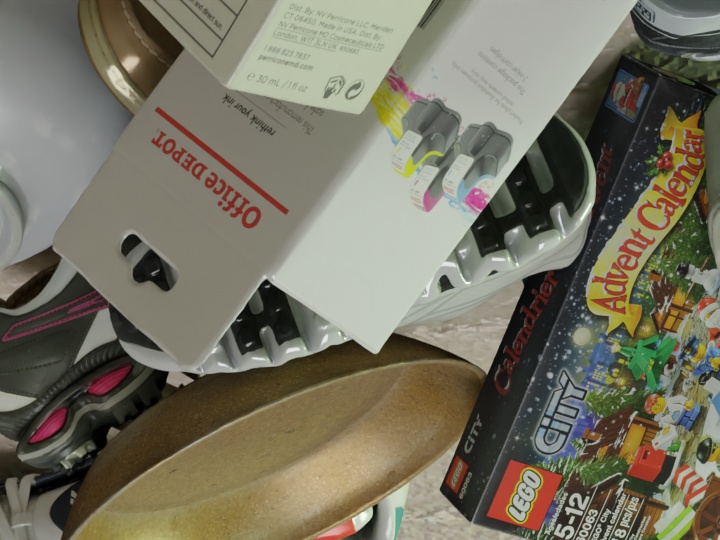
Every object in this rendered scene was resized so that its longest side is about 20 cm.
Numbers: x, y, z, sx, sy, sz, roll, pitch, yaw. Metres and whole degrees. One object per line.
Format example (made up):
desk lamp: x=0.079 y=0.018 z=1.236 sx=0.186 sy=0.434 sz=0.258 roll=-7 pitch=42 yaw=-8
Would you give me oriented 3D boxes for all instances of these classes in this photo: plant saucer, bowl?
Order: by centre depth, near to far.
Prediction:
bowl: x=-0.179 y=-0.053 z=1.166 sx=0.200 sy=0.091 sz=0.202 roll=-1 pitch=145 yaw=-1
plant saucer: x=-0.042 y=0.076 z=1.242 sx=0.199 sy=0.036 sz=0.200 roll=-23 pitch=159 yaw=-9

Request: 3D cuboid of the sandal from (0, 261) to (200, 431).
sandal: x=-0.129 y=0.013 z=1.286 sx=0.211 sy=0.078 sz=0.070 roll=23 pitch=102 yaw=-11

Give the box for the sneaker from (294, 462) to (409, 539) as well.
sneaker: x=-0.016 y=0.069 z=1.346 sx=0.070 sy=0.094 sz=0.200 roll=-9 pitch=145 yaw=10

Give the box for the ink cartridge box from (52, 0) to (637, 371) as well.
ink cartridge box: x=-0.009 y=-0.054 z=1.062 sx=0.200 sy=0.115 sz=0.068 roll=-53 pitch=133 yaw=1

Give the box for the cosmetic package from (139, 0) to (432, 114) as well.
cosmetic package: x=0.001 y=-0.161 z=0.924 sx=0.071 sy=0.105 sz=0.200 roll=8 pitch=123 yaw=-51

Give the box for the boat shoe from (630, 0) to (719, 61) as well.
boat shoe: x=0.196 y=-0.119 z=1.095 sx=0.198 sy=0.074 sz=0.068 roll=-19 pitch=159 yaw=1

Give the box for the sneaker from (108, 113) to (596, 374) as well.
sneaker: x=0.000 y=0.000 z=1.168 sx=0.199 sy=0.076 sz=0.081 roll=-16 pitch=161 yaw=5

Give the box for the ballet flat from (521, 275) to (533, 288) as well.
ballet flat: x=0.142 y=0.014 z=1.297 sx=0.199 sy=0.068 sz=0.070 roll=15 pitch=-179 yaw=-25

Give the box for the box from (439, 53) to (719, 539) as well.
box: x=0.133 y=0.026 z=1.234 sx=0.136 sy=0.038 sz=0.201 roll=17 pitch=101 yaw=-27

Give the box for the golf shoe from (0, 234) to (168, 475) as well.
golf shoe: x=-0.076 y=-0.001 z=1.234 sx=0.200 sy=0.088 sz=0.077 roll=-35 pitch=174 yaw=-11

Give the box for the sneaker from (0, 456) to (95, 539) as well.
sneaker: x=-0.168 y=0.124 z=1.434 sx=0.199 sy=0.080 sz=0.129 roll=26 pitch=136 yaw=-35

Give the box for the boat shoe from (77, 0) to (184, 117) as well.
boat shoe: x=-0.024 y=-0.077 z=1.161 sx=0.064 sy=0.072 sz=0.199 roll=-34 pitch=144 yaw=32

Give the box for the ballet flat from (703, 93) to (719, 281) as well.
ballet flat: x=0.179 y=0.025 z=1.174 sx=0.067 sy=0.064 sz=0.201 roll=-8 pitch=114 yaw=47
